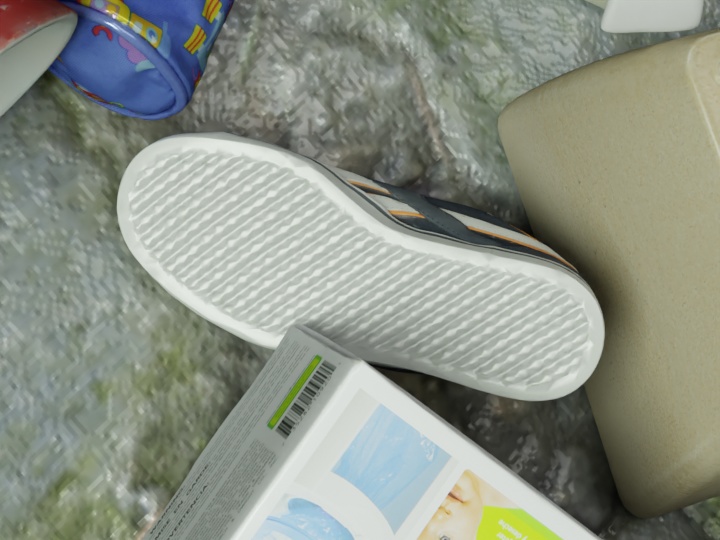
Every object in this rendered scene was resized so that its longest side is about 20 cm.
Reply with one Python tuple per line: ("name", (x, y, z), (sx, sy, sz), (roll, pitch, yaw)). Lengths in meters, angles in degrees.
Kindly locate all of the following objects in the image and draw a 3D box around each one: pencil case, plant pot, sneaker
("pencil case", (-0.071, -0.162, 0.718), (0.087, 0.078, 0.201), (34, 68, -36))
("plant pot", (0.192, -0.023, 0.745), (0.199, 0.177, 0.201), (-17, 83, -8))
("sneaker", (0.000, 0.000, 0.731), (0.199, 0.079, 0.079), (22, 98, 1))

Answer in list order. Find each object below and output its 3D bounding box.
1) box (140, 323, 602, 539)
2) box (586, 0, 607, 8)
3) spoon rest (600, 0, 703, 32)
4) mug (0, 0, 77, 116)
("box", (0.032, 0.126, 0.666), (0.200, 0.101, 0.113), (37, 86, -15))
("box", (0.069, -0.195, 0.828), (0.199, 0.082, 0.069), (20, 63, -25))
("spoon rest", (0.102, -0.187, 0.732), (0.099, 0.061, 0.201), (-4, 54, -11))
("mug", (-0.199, -0.130, 0.624), (0.200, 0.133, 0.178), (47, 61, -3))
